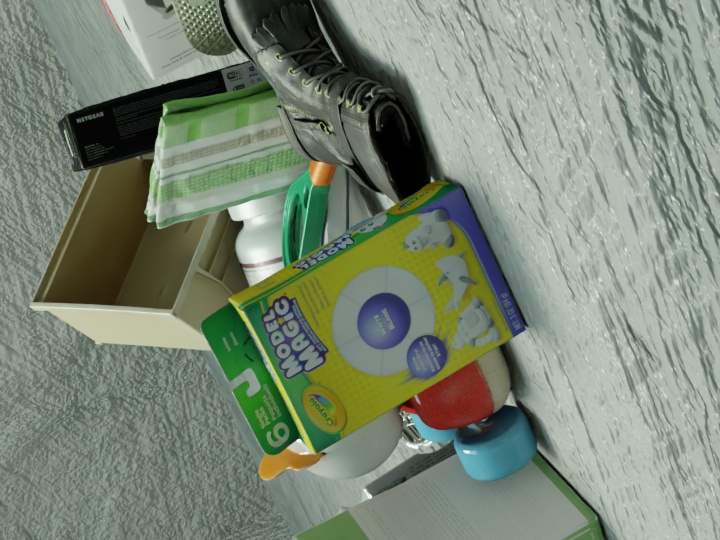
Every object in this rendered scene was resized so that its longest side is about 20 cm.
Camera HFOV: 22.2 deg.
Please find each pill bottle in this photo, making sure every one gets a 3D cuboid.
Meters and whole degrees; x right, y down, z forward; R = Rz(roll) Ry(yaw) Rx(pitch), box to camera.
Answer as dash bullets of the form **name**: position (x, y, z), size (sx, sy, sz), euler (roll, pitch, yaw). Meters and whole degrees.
- **pill bottle**: position (-0.047, 0.000, 1.650), size (0.201, 0.109, 0.110), euler (68, 169, -13)

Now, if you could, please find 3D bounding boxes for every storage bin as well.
- **storage bin**: position (-0.181, -0.030, 1.735), size (0.199, 0.200, 0.094), euler (1, 153, 42)

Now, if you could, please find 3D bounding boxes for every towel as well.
- **towel**: position (-0.099, -0.102, 1.479), size (0.200, 0.148, 0.031), euler (112, 139, -66)

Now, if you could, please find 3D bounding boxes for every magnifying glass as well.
- **magnifying glass**: position (-0.037, -0.065, 1.499), size (0.200, 0.022, 0.080), euler (110, 157, -54)

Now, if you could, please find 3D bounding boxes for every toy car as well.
- **toy car**: position (-0.001, 0.091, 1.398), size (0.185, 0.199, 0.177), euler (65, 166, -22)

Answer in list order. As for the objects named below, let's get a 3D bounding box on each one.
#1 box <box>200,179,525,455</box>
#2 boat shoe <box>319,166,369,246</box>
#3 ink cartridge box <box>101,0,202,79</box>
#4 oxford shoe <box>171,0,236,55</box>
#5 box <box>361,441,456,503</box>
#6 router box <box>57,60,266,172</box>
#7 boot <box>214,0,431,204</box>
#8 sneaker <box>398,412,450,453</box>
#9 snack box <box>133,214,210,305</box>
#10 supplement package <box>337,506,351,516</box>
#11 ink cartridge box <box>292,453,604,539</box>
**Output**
- **box**: position (0.001, 0.036, 1.247), size (0.118, 0.199, 0.048), euler (63, 170, -16)
- **boat shoe**: position (0.000, 0.000, 1.531), size (0.071, 0.069, 0.202), euler (137, 129, -68)
- **ink cartridge box**: position (-0.219, -0.309, 1.761), size (0.147, 0.082, 0.201), euler (54, 168, 41)
- **oxford shoe**: position (-0.135, -0.265, 1.521), size (0.201, 0.075, 0.058), euler (77, -162, -52)
- **box**: position (0.071, 0.228, 1.682), size (0.102, 0.112, 0.200), euler (57, 170, 13)
- **router box**: position (-0.150, -0.132, 1.539), size (0.149, 0.199, 0.051), euler (-172, 65, -77)
- **boot**: position (-0.018, -0.136, 1.304), size (0.201, 0.069, 0.174), euler (62, 166, -27)
- **sneaker**: position (0.042, 0.108, 1.607), size (0.199, 0.099, 0.078), euler (-15, 110, 53)
- **snack box**: position (-0.154, -0.060, 1.854), size (0.068, 0.169, 0.200), euler (43, -176, -43)
- **supplement package**: position (0.063, 0.298, 1.476), size (0.199, 0.157, 0.111), euler (17, 176, 24)
- **ink cartridge box**: position (0.067, 0.209, 1.394), size (0.146, 0.199, 0.048), euler (46, 160, 55)
